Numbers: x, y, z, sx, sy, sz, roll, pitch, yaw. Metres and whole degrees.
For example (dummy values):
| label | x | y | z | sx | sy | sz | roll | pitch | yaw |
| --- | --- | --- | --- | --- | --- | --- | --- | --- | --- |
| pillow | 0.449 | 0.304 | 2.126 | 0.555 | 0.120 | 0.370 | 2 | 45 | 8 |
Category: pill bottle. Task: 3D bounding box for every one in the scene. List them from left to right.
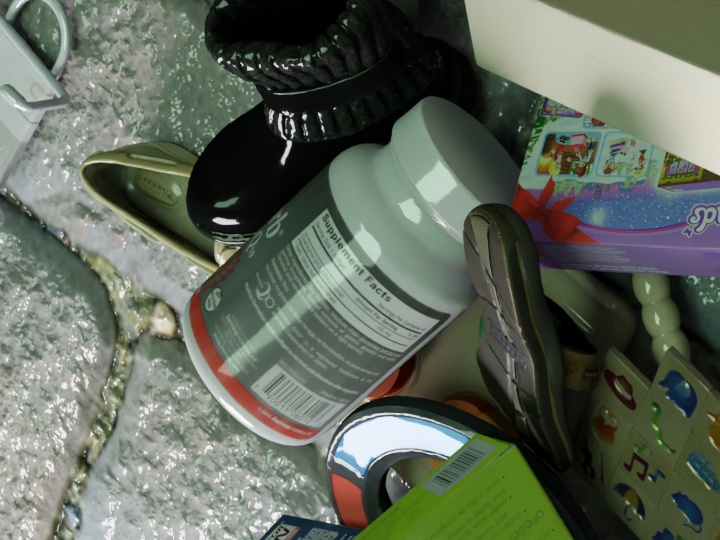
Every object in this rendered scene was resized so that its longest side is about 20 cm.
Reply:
| label | x | y | z | sx | sy | sz | roll | pitch | yaw |
| --- | --- | --- | --- | --- | --- | --- | --- | --- | --- |
| pill bottle | 0.000 | 0.000 | 1.222 | 0.200 | 0.116 | 0.116 | -42 | 74 | 24 |

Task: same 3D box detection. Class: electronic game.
| label | x | y | z | sx | sy | sz | roll | pitch | yaw |
| --- | --- | --- | --- | --- | --- | --- | --- | --- | --- |
| electronic game | 0.062 | 0.157 | 1.254 | 0.199 | 0.042 | 0.201 | 26 | 139 | 24 |

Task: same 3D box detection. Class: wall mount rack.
| label | x | y | z | sx | sy | sz | roll | pitch | yaw |
| --- | --- | --- | --- | --- | --- | --- | --- | --- | --- |
| wall mount rack | -0.291 | -0.130 | 1.486 | 0.174 | 0.074 | 0.201 | 47 | 123 | 20 |

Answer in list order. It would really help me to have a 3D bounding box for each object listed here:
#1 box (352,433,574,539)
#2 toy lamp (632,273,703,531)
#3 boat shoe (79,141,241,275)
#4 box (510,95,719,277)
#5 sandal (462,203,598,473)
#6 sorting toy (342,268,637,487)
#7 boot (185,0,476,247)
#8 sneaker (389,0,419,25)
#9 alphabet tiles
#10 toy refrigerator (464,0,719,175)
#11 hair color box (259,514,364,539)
| label | x | y | z | sx | sy | sz | roll | pitch | yaw |
| --- | --- | --- | --- | --- | --- | --- | --- | --- | --- |
| box | 0.080 | 0.205 | 1.160 | 0.201 | 0.122 | 0.048 | 58 | 162 | -18 |
| toy lamp | 0.177 | 0.057 | 1.177 | 0.058 | 0.058 | 0.202 | -21 | 87 | 38 |
| boat shoe | -0.095 | -0.032 | 1.354 | 0.200 | 0.063 | 0.074 | 30 | 110 | 34 |
| box | 0.181 | -0.066 | 1.117 | 0.199 | 0.039 | 0.138 | 4 | 68 | 37 |
| sandal | 0.099 | 0.036 | 1.157 | 0.082 | 0.054 | 0.201 | 50 | 161 | 46 |
| sorting toy | 0.053 | 0.047 | 1.282 | 0.185 | 0.036 | 0.201 | 42 | 122 | 23 |
| boot | -0.050 | -0.097 | 1.229 | 0.210 | 0.157 | 0.080 | -32 | 64 | 21 |
| sneaker | -0.049 | -0.175 | 1.294 | 0.199 | 0.075 | 0.093 | -1 | 104 | 39 |
| alphabet tiles | 0.189 | 0.139 | 1.143 | 0.200 | 0.008 | 0.168 | 47 | 145 | 28 |
| toy refrigerator | 0.148 | -0.115 | 1.084 | 0.199 | 0.076 | 0.070 | 29 | 144 | 43 |
| hair color box | 0.017 | 0.212 | 1.276 | 0.199 | 0.061 | 0.100 | 2 | 130 | 52 |
